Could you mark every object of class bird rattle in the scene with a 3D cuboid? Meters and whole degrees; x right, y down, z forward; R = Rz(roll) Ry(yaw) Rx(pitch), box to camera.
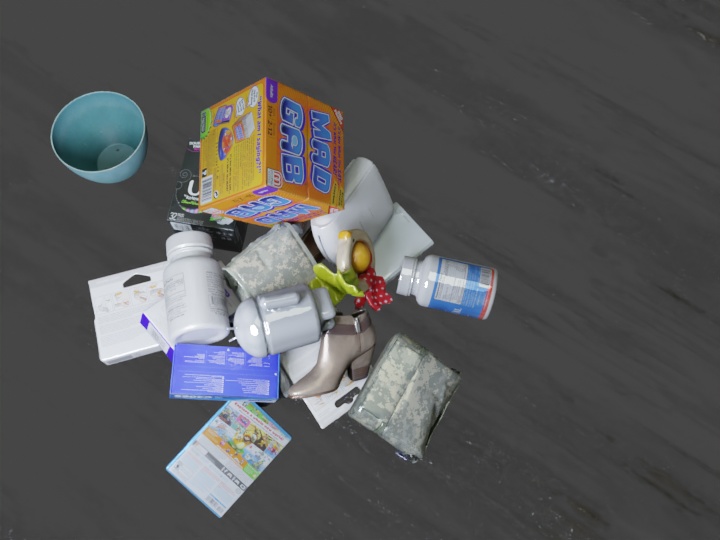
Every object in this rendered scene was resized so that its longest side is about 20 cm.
[{"bbox_3d":[0.000,0.000,1.282,0.112,0.199,0.165,1,87,37],"label":"bird rattle"}]

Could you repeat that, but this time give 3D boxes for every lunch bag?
[{"bbox_3d":[-0.169,0.021,1.286,0.164,0.117,0.201,-39,118,-22],"label":"lunch bag"},{"bbox_3d":[0.090,0.247,1.249,0.167,0.139,0.201,31,74,3],"label":"lunch bag"}]

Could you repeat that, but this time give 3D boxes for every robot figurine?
[{"bbox_3d":[-0.147,0.093,1.179,0.198,0.170,0.114,-14,55,-15],"label":"robot figurine"}]

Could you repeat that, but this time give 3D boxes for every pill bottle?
[{"bbox_3d":[0.180,0.029,1.349,0.198,0.112,0.113,13,69,4],"label":"pill bottle"},{"bbox_3d":[-0.317,0.033,1.222,0.113,0.115,0.202,-10,69,-6],"label":"pill bottle"}]

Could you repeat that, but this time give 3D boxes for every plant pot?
[{"bbox_3d":[-0.562,-0.275,1.427,0.198,0.135,0.202,1,69,-2],"label":"plant pot"}]

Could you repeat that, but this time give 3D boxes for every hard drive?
[{"bbox_3d":[0.047,-0.045,1.418,0.199,0.026,0.132,-38,75,-14],"label":"hard drive"}]

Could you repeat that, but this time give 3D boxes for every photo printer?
[{"bbox_3d":[-0.019,-0.110,1.342,0.069,0.167,0.201,20,65,33],"label":"photo printer"}]

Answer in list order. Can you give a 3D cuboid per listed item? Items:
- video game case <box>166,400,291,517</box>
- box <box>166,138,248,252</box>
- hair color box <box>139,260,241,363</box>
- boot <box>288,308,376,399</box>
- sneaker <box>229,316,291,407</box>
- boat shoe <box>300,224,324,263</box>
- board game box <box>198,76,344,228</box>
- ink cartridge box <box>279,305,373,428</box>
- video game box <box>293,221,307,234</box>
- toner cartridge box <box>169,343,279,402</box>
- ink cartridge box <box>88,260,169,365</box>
[{"bbox_3d":[-0.250,0.349,1.228,0.143,0.018,0.200,44,81,-7],"label":"video game case"},{"bbox_3d":[-0.317,-0.163,1.398,0.147,0.125,0.202,9,69,1],"label":"box"},{"bbox_3d":[-0.331,0.081,1.300,0.200,0.065,0.110,-38,85,-33],"label":"hair color box"},{"bbox_3d":[-0.057,0.157,1.255,0.198,0.070,0.148,-13,107,-32],"label":"boot"},{"bbox_3d":[-0.233,0.195,1.291,0.113,0.076,0.201,-34,76,-16],"label":"sneaker"},{"bbox_3d":[-0.074,-0.099,1.407,0.075,0.074,0.200,34,71,14],"label":"boat shoe"},{"bbox_3d":[-0.168,-0.211,1.221,0.199,0.199,0.202,-11,75,41],"label":"board game box"},{"bbox_3d":[-0.071,0.195,1.324,0.160,0.050,0.201,-33,92,-13],"label":"ink cartridge box"},{"bbox_3d":[-0.176,-0.206,1.399,0.046,0.182,0.202,-8,63,38],"label":"video game box"},{"bbox_3d":[-0.255,0.195,1.209,0.198,0.043,0.096,7,67,-17],"label":"toner cartridge box"},{"bbox_3d":[-0.454,0.084,1.343,0.198,0.045,0.178,-15,72,-8],"label":"ink cartridge box"}]
